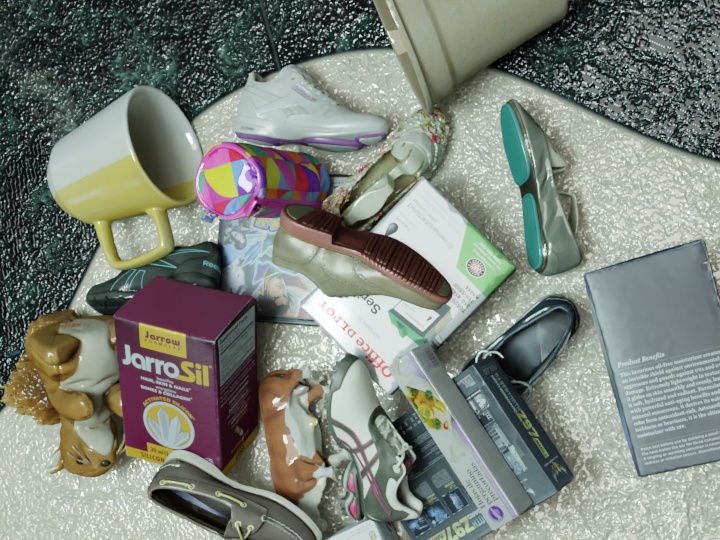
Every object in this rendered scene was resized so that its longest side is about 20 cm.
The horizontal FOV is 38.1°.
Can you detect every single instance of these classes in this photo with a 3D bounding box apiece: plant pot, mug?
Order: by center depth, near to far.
[{"bbox_3d":[0.116,-0.298,1.131,0.183,0.200,0.201,-24,81,3],"label":"plant pot"},{"bbox_3d":[-0.295,-0.112,1.252,0.153,0.149,0.187,-19,47,23],"label":"mug"}]

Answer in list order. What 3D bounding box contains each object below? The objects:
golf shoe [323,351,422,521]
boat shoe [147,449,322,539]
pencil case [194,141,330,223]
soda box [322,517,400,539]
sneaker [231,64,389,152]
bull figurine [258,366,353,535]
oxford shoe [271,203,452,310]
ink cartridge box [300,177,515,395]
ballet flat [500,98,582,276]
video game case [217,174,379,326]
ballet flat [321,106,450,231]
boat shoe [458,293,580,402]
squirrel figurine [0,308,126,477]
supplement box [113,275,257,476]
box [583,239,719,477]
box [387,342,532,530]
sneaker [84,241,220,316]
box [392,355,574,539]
[{"bbox_3d":[0.017,0.179,1.118,0.088,0.077,0.201,3,117,29],"label":"golf shoe"},{"bbox_3d":[-0.140,0.271,1.159,0.200,0.060,0.072,27,128,6],"label":"boat shoe"},{"bbox_3d":[-0.104,-0.093,1.144,0.088,0.200,0.089,2,96,21],"label":"pencil case"},{"bbox_3d":[-0.048,0.350,1.205,0.200,0.064,0.068,-28,81,14],"label":"soda box"},{"bbox_3d":[-0.059,-0.192,1.220,0.199,0.075,0.100,9,88,23],"label":"sneaker"},{"bbox_3d":[-0.065,0.206,1.204,0.121,0.065,0.201,-26,75,36],"label":"bull figurine"},{"bbox_3d":[0.000,0.000,1.104,0.199,0.070,0.075,26,117,8],"label":"oxford shoe"},{"bbox_3d":[0.053,0.020,1.162,0.146,0.084,0.200,44,93,6],"label":"ink cartridge box"},{"bbox_3d":[0.204,-0.094,1.158,0.063,0.067,0.201,-10,85,-12],"label":"ballet flat"},{"bbox_3d":[-0.077,-0.026,1.249,0.199,0.025,0.181,3,89,17],"label":"video game case"},{"bbox_3d":[0.036,-0.104,1.180,0.076,0.064,0.200,44,87,-17],"label":"ballet flat"},{"bbox_3d":[0.165,0.109,1.152,0.200,0.062,0.075,-43,85,12],"label":"boat shoe"},{"bbox_3d":[-0.348,0.152,1.281,0.200,0.141,0.187,14,112,43],"label":"squirrel figurine"},{"bbox_3d":[-0.196,0.124,1.196,0.130,0.103,0.201,12,121,18],"label":"supplement box"},{"bbox_3d":[0.310,0.085,1.040,0.123,0.200,0.199,-15,83,16],"label":"box"},{"bbox_3d":[0.102,0.169,1.078,0.039,0.041,0.200,-39,80,33],"label":"box"},{"bbox_3d":[-0.250,0.015,1.282,0.199,0.075,0.080,-9,57,27],"label":"sneaker"},{"bbox_3d":[0.109,0.211,1.138,0.200,0.051,0.158,-42,75,33],"label":"box"}]
